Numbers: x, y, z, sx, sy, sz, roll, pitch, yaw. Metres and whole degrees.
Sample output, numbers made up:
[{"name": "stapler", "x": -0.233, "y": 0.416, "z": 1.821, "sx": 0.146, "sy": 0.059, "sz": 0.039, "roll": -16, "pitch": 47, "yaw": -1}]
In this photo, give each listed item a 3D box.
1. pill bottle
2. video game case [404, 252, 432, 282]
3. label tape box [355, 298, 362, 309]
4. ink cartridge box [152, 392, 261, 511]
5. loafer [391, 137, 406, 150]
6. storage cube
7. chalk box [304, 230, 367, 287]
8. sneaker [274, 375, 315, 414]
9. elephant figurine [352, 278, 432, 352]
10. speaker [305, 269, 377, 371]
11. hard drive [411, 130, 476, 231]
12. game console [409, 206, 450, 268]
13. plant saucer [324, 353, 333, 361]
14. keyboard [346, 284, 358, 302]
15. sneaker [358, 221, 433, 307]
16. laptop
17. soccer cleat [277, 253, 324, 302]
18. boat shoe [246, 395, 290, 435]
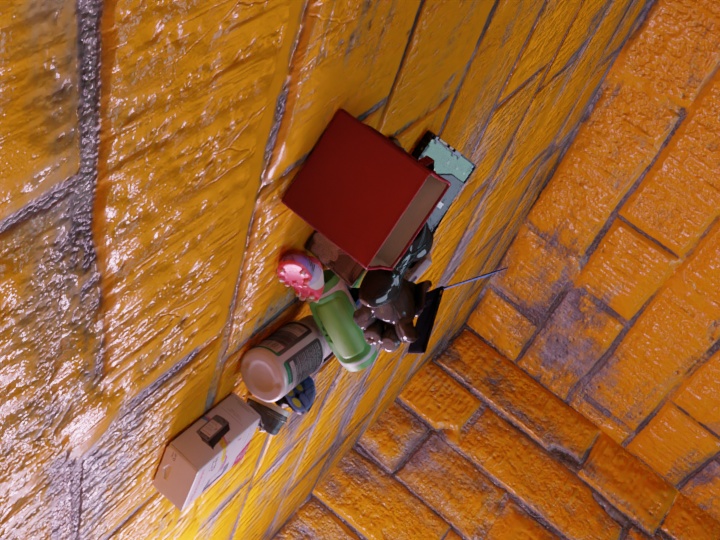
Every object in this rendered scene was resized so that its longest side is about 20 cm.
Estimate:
[{"name": "pill bottle", "x": -0.141, "y": 0.170, "z": 1.719, "sx": 0.199, "sy": 0.113, "sz": 0.114, "roll": -33, "pitch": 156, "yaw": -53}, {"name": "video game case", "x": 0.097, "y": -0.008, "z": 2.012, "sx": 0.182, "sy": 0.023, "sz": 0.201, "roll": -50, "pitch": -161, "yaw": 23}, {"name": "label tape box", "x": 0.041, "y": 0.103, "z": 1.863, "sx": 0.199, "sy": 0.063, "sz": 0.145, "roll": -17, "pitch": 151, "yaw": -51}, {"name": "ink cartridge box", "x": -0.303, "y": 0.359, "z": 1.704, "sx": 0.200, "sy": 0.085, "sz": 0.149, "roll": -39, "pitch": 160, "yaw": -50}, {"name": "loafer", "x": 0.070, "y": -0.185, "z": 1.641, "sx": 0.076, "sy": 0.067, "sz": 0.200, "roll": -50, "pitch": 166, "yaw": -11}, {"name": "storage cube", "x": 0.014, "y": -0.126, "z": 1.367, "sx": 0.201, "sy": 0.179, "sz": 0.171, "roll": -56, "pitch": 166, "yaw": 10}, {"name": "chalk box", "x": 0.013, "y": -0.084, "z": 1.584, "sx": 0.201, "sy": 0.124, "sz": 0.124, "roll": -54, "pitch": 166, "yaw": 7}, {"name": "sneaker", "x": -0.141, "y": 0.252, "z": 1.786, "sx": 0.070, "sy": 0.199, "sz": 0.084, "roll": -12, "pitch": 109, "yaw": -21}, {"name": "elephant figurine", "x": 0.074, "y": 0.055, "z": 1.688, "sx": 0.154, "sy": 0.142, "sz": 0.200, "roll": -33, "pitch": -169, "yaw": 36}, {"name": "speaker", "x": -0.039, "y": 0.101, "z": 1.715, "sx": 0.087, "sy": 0.202, "sz": 0.089, "roll": -23, "pitch": -158, "yaw": 10}, {"name": "hard drive", "x": 0.137, "y": -0.174, "z": 1.794, "sx": 0.139, "sy": 0.038, "sz": 0.201, "roll": 28, "pitch": 102, "yaw": -34}, {"name": "game console", "x": 0.149, "y": -0.127, "z": 1.965, "sx": 0.115, "sy": 0.176, "sz": 0.201, "roll": 7, "pitch": 124, "yaw": -41}, {"name": "plant saucer", "x": -0.057, "y": 0.142, "z": 2.099, "sx": 0.201, "sy": 0.034, "sz": 0.201, "roll": -50, "pitch": 166, "yaw": -18}, {"name": "keyboard", "x": 0.000, "y": 0.000, "z": 1.815, "sx": 0.200, "sy": 0.020, "sz": 0.129, "roll": 45, "pitch": 65, "yaw": -57}, {"name": "sneaker", "x": 0.057, "y": -0.023, "z": 1.513, "sx": 0.201, "sy": 0.075, "sz": 0.080, "roll": -53, "pitch": 154, "yaw": -26}, {"name": "laptop", "x": 0.184, "y": 0.081, "z": 1.667, "sx": 0.187, "sy": 0.114, "sz": 0.203, "roll": 130, "pitch": -23, "yaw": -83}, {"name": "soccer cleat", "x": -0.105, "y": -0.002, "z": 1.555, "sx": 0.200, "sy": 0.066, "sz": 0.078, "roll": 63, "pitch": 34, "yaw": -69}, {"name": "boat shoe", "x": -0.206, "y": 0.307, "z": 1.803, "sx": 0.199, "sy": 0.072, "sz": 0.063, "roll": -7, "pitch": -124, "yaw": 66}]
